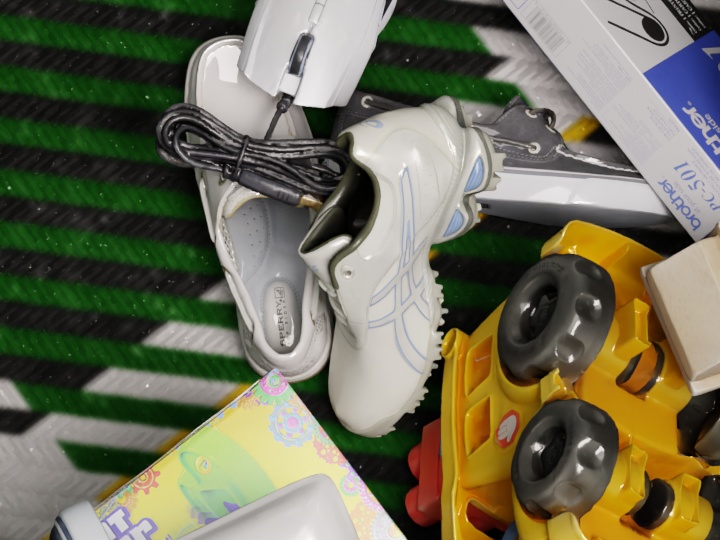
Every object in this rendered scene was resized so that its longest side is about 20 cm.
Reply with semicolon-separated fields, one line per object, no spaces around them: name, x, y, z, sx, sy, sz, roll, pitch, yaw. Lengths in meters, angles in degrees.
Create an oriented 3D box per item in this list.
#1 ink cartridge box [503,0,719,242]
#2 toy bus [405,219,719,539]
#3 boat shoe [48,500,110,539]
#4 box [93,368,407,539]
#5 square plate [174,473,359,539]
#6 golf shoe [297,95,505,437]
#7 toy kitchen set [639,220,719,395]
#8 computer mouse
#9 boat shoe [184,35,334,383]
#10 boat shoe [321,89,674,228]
ink cartridge box;0.158;-0.119;1.322;0.200;0.044;0.094;52;40;6
toy bus;0.099;0.106;1.235;0.135;0.192;0.201;29;44;-30
boat shoe;-0.127;0.211;1.065;0.090;0.071;0.202;-18;85;-10
box;-0.088;0.166;1.209;0.200;0.193;0.122;-37;84;-8
square plate;-0.065;0.217;1.024;0.199;0.028;0.199;-24;88;-3
golf shoe;0.000;0.000;1.258;0.097;0.078;0.201;-4;121;-34
toy kitchen set;0.231;-0.032;1.129;0.162;0.181;0.201;-18;73;-10
computer mouse;-0.031;-0.127;1.302;0.109;0.044;0.201;18;57;3
boat shoe;-0.053;-0.041;1.307;0.070;0.069;0.202;-14;80;-2
boat shoe;0.079;-0.066;1.325;0.198;0.070;0.067;7;82;6
